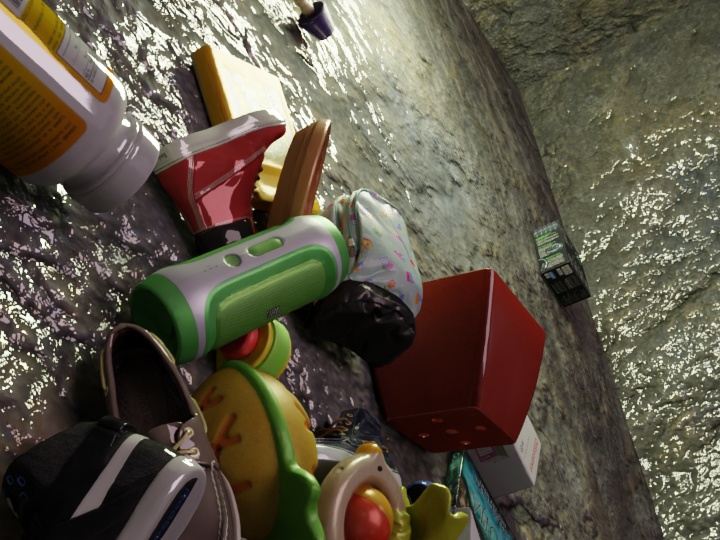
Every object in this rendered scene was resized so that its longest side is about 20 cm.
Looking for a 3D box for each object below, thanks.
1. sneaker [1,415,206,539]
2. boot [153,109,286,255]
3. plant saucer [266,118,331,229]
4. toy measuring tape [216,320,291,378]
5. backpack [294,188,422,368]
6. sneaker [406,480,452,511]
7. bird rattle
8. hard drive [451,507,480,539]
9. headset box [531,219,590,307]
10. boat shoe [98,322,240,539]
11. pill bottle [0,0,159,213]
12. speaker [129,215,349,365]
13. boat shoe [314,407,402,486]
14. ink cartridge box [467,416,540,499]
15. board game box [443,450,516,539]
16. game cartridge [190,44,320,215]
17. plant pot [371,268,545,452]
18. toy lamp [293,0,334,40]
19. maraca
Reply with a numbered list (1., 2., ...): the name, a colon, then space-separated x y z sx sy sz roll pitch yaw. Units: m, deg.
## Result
1. sneaker: -0.194 0.181 0.497 0.200 0.111 0.073 -54 156 -31
2. boot: -0.126 -0.089 0.886 0.200 0.072 0.145 -40 106 -52
3. plant saucer: -0.074 -0.074 0.918 0.200 0.037 0.201 -165 -90 -89
4. toy measuring tape: -0.098 0.107 0.773 0.074 0.073 0.201 40 34 -47
5. backpack: 0.000 0.000 1.028 0.167 0.126 0.201 39 32 -43
6. sneaker: 0.082 0.342 0.949 0.078 0.070 0.201 37 36 -62
7. bird rattle: 0.000 0.260 0.770 0.200 0.112 0.164 -37 110 -42
8. hard drive: 0.133 0.387 0.932 0.132 0.027 0.201 -79 156 -51
9. headset box: 0.600 -0.026 2.453 0.174 0.092 0.201 48 28 -37
10. boat shoe: -0.141 0.125 0.585 0.060 0.071 0.200 94 -28 -49
11. pill bottle: -0.249 -0.135 0.614 0.200 0.111 0.112 46 29 -40
12. speaker: -0.104 0.013 0.741 0.199 0.088 0.089 -26 92 -41
13. boat shoe: -0.028 0.189 0.868 0.200 0.071 0.091 38 27 -54
14. ink cartridge box: 0.212 0.243 1.323 0.201 0.084 0.145 65 22 -8
15. board game box: 0.178 0.377 1.187 0.201 0.028 0.135 60 22 -16
16. game cartridge: -0.126 -0.169 1.032 0.176 0.032 0.201 3 65 -66
17. plant pot: 0.127 0.138 1.115 0.200 0.199 0.177 44 43 -44
18. toy lamp: -0.110 -0.455 1.317 0.200 0.058 0.058 48 28 -40
19. maraca: -0.082 0.159 0.651 0.106 0.138 0.200 -7 37 -32
